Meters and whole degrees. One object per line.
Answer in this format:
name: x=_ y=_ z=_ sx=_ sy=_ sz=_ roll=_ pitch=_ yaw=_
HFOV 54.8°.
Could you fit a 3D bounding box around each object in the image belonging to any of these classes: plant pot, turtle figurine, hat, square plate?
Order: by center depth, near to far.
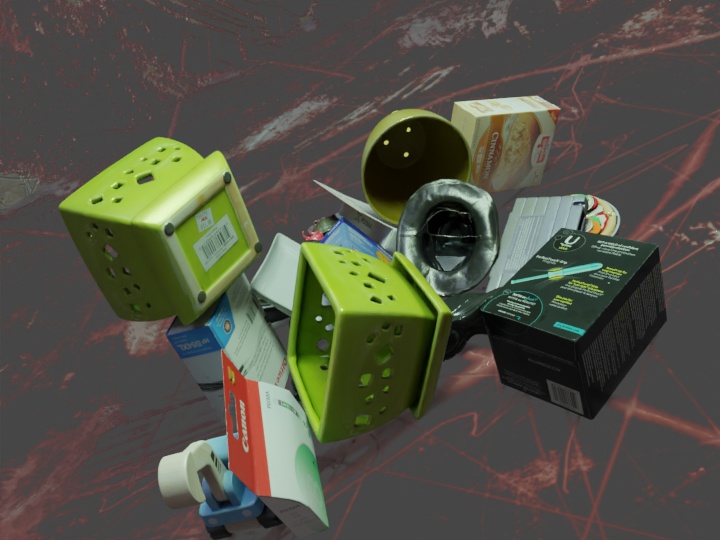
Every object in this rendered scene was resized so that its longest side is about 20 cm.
plant pot: x=0.011 y=0.090 z=0.957 sx=0.176 sy=0.204 sz=0.201 roll=-1 pitch=27 yaw=-21
plant pot: x=-0.263 y=-0.052 z=0.983 sx=0.178 sy=0.203 sz=0.201 roll=9 pitch=42 yaw=35
square plate: x=-0.081 y=0.036 z=1.165 sx=0.029 sy=0.195 sz=0.201 roll=-55 pitch=9 yaw=27
hat: x=0.152 y=-0.047 z=1.185 sx=0.194 sy=0.081 sz=0.207 roll=-5 pitch=72 yaw=16
plant pot: x=0.086 y=-0.204 z=1.237 sx=0.195 sy=0.203 sz=0.143 roll=-21 pitch=34 yaw=2
turtle figurine: x=-0.055 y=-0.058 z=1.358 sx=0.145 sy=0.104 sz=0.201 roll=-8 pitch=18 yaw=-4

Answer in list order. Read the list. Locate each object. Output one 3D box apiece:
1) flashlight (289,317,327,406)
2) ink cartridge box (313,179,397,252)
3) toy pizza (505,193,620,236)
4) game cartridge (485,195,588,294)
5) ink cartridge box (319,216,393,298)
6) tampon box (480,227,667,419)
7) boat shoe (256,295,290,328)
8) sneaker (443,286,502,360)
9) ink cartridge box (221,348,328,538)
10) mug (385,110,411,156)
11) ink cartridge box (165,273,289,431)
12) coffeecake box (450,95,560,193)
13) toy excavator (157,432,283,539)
flashlight: x=-0.077 y=0.132 z=1.113 sx=0.068 sy=0.068 sz=0.202 roll=-44 pitch=30 yaw=16
ink cartridge box: x=0.010 y=-0.094 z=1.299 sx=0.200 sy=0.173 sz=0.046 roll=40 pitch=107 yaw=54
toy pizza: x=0.339 y=-0.079 z=1.185 sx=0.195 sy=0.032 sz=0.202 roll=-17 pitch=31 yaw=10
game cartridge: x=0.282 y=-0.034 z=1.112 sx=0.127 sy=0.039 sz=0.203 roll=-2 pitch=52 yaw=39
ink cartridge box: x=0.000 y=0.000 z=1.173 sx=0.076 sy=0.135 sz=0.201 roll=-46 pitch=25 yaw=17
tampon box: x=0.282 y=0.060 z=0.910 sx=0.199 sy=0.129 sz=0.148 roll=-39 pitch=34 yaw=-27
boat shoe: x=-0.103 y=0.044 z=1.265 sx=0.196 sy=0.061 sz=0.076 roll=-25 pitch=30 yaw=-4
sneaker: x=0.170 y=0.061 z=1.043 sx=0.195 sy=0.078 sz=0.091 roll=-20 pitch=26 yaw=4
ink cartridge box: x=-0.102 y=0.205 z=0.837 sx=0.049 sy=0.202 sz=0.163 roll=-19 pitch=46 yaw=3
mug: x=0.116 y=-0.207 z=1.394 sx=0.152 sy=0.184 sz=0.153 roll=-61 pitch=35 yaw=7
ink cartridge box: x=-0.194 y=0.122 z=1.066 sx=0.082 sy=0.204 sz=0.147 roll=-13 pitch=30 yaw=19
coffeecake box: x=0.257 y=-0.231 z=1.287 sx=0.195 sy=0.157 sz=0.073 roll=-11 pitch=36 yaw=-27
toy excavator: x=-0.171 y=0.248 z=0.849 sx=0.097 sy=0.204 sz=0.196 roll=-15 pitch=30 yaw=12
